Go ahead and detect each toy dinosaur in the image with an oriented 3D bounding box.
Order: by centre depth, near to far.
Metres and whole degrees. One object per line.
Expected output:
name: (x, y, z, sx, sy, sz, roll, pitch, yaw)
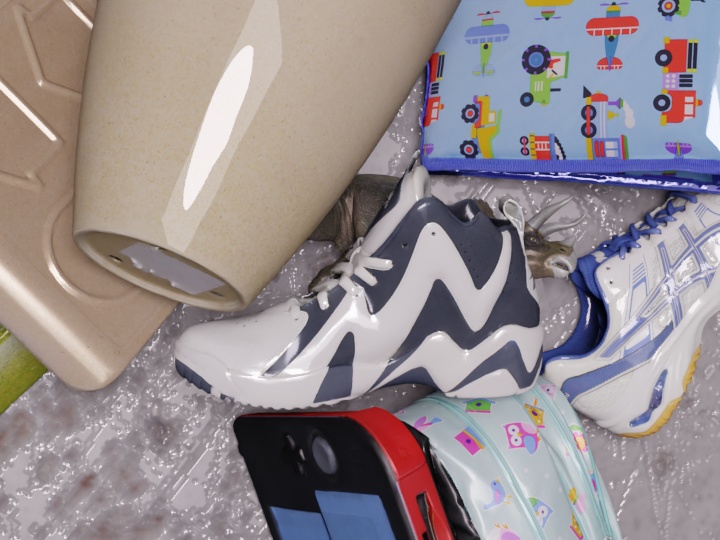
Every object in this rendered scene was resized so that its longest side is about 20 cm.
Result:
toy dinosaur: (0.023, -0.013, 0.793, 0.199, 0.077, 0.103, 18, 76, -6)

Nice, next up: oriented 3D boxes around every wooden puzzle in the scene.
wooden puzzle: (-0.157, -0.060, 0.736, 0.185, 0.046, 0.200, 46, 55, -12)

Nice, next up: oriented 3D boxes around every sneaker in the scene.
sneaker: (0.000, 0.000, 0.711, 0.198, 0.080, 0.130, 0, 103, 0)
sneaker: (0.178, -0.002, 0.812, 0.088, 0.075, 0.201, 27, 85, -10)

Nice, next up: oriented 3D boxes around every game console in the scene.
game console: (0.001, 0.171, 0.733, 0.031, 0.177, 0.201, -22, 95, -34)

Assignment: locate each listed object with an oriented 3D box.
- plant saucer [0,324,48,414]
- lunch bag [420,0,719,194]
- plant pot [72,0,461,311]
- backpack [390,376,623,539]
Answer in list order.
plant saucer: (-0.277, 0.018, 0.738, 0.200, 0.048, 0.200, -44, 98, -7)
lunch bag: (0.119, -0.128, 0.775, 0.199, 0.094, 0.151, 4, 87, 17)
plant pot: (-0.064, -0.089, 0.682, 0.187, 0.187, 0.201, 23, 71, -10)
backpack: (0.076, 0.160, 0.766, 0.126, 0.167, 0.201, -22, 93, -32)
